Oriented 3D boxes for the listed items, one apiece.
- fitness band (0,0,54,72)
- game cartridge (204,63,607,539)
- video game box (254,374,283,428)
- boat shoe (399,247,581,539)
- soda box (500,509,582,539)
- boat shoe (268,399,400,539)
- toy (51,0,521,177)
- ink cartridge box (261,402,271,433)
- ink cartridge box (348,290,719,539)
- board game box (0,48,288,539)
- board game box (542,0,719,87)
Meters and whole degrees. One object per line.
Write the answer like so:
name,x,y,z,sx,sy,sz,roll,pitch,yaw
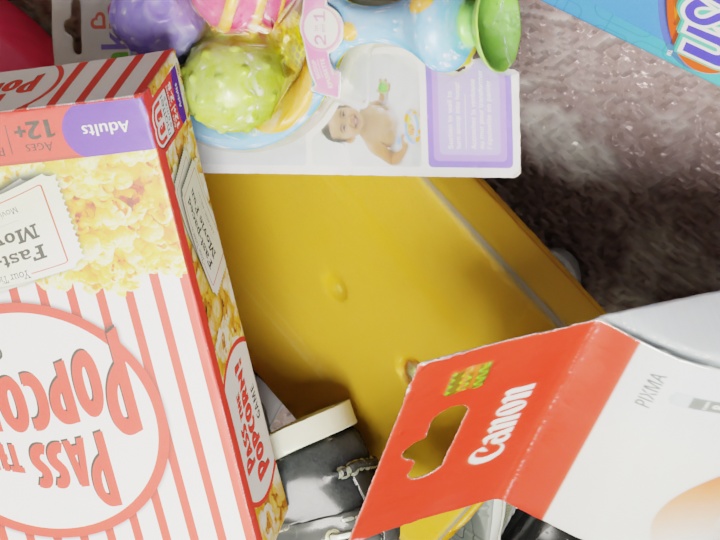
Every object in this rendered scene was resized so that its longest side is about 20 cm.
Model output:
fitness band,-0.164,-0.029,1.119,0.143,0.037,0.200,-25,106,29
game cartridge,0.000,0.000,1.060,0.200,0.032,0.176,50,144,11
video game box,-0.164,0.050,1.258,0.200,0.047,0.182,36,139,-15
boat shoe,0.051,0.066,1.142,0.074,0.065,0.202,39,146,20
soda box,0.097,0.125,1.178,0.063,0.071,0.200,31,142,-7
boat shoe,-0.073,0.124,1.098,0.200,0.072,0.068,-29,91,26
toy,-0.039,-0.091,0.976,0.200,0.047,0.115,1,99,24
ink cartridge box,-0.122,0.068,1.131,0.160,0.047,0.200,-7,138,2
ink cartridge box,0.107,0.065,0.985,0.200,0.050,0.162,-14,155,-18
board game box,-0.123,0.023,1.003,0.151,0.046,0.200,-6,116,16
board game box,0.090,-0.152,0.866,0.200,0.045,0.152,25,136,-1
